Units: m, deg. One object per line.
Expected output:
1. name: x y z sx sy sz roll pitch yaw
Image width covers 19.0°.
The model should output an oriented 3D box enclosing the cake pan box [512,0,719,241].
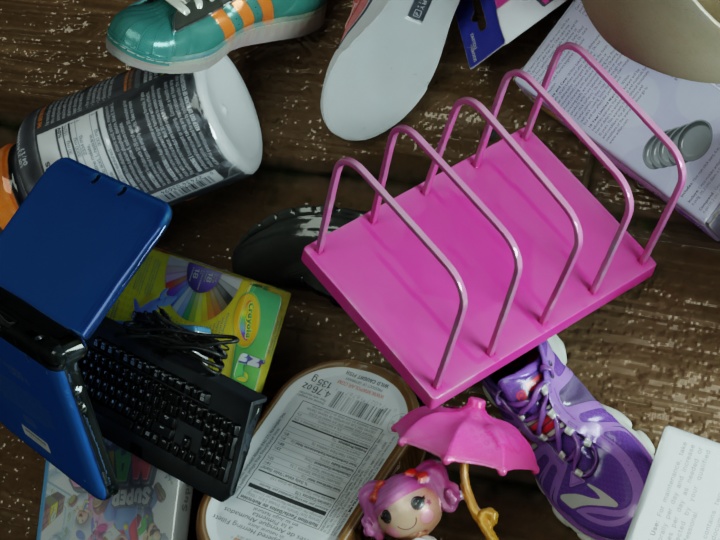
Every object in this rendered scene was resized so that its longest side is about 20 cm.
1. cake pan box: 0.231 -0.152 1.459 0.184 0.052 0.200 38 93 26

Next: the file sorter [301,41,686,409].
1. file sorter: 0.088 -0.038 1.384 0.199 0.126 0.139 -29 65 -28

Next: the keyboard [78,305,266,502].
1. keyboard: -0.147 0.075 1.460 0.199 0.039 0.105 22 96 41

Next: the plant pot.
1. plant pot: 0.214 -0.200 1.367 0.134 0.199 0.202 -29 59 54

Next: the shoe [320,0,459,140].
1. shoe: 0.028 -0.195 1.558 0.201 0.071 0.091 -62 20 21

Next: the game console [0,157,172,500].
1. game console: -0.192 0.036 1.482 0.118 0.172 0.200 -26 25 -22

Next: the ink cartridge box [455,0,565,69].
1. ink cartridge box: 0.137 -0.232 1.499 0.200 0.037 0.095 -37 40 24

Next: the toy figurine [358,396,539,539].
1. toy figurine: 0.060 0.179 1.372 0.199 0.150 0.185 -25 74 20

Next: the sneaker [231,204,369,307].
1. sneaker: 0.000 0.000 1.509 0.199 0.076 0.092 -6 77 24

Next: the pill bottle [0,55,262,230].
1. pill bottle: -0.181 -0.087 1.595 0.199 0.106 0.107 -20 68 18

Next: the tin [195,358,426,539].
1. tin: -0.033 0.140 1.447 0.111 0.042 0.200 15 51 26

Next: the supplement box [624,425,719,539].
1. supplement box: 0.263 0.178 1.299 0.199 0.101 0.104 18 83 14

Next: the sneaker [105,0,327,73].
1. sneaker: -0.098 -0.201 1.536 0.071 0.199 0.080 37 131 29

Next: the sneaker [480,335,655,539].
1. sneaker: 0.123 0.100 1.417 0.081 0.083 0.200 -43 64 8

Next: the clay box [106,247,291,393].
1. clay box: -0.128 0.050 1.532 0.199 0.047 0.116 18 92 41

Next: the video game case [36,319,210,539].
1. video game case: -0.169 0.136 1.507 0.142 0.018 0.202 2 84 41
